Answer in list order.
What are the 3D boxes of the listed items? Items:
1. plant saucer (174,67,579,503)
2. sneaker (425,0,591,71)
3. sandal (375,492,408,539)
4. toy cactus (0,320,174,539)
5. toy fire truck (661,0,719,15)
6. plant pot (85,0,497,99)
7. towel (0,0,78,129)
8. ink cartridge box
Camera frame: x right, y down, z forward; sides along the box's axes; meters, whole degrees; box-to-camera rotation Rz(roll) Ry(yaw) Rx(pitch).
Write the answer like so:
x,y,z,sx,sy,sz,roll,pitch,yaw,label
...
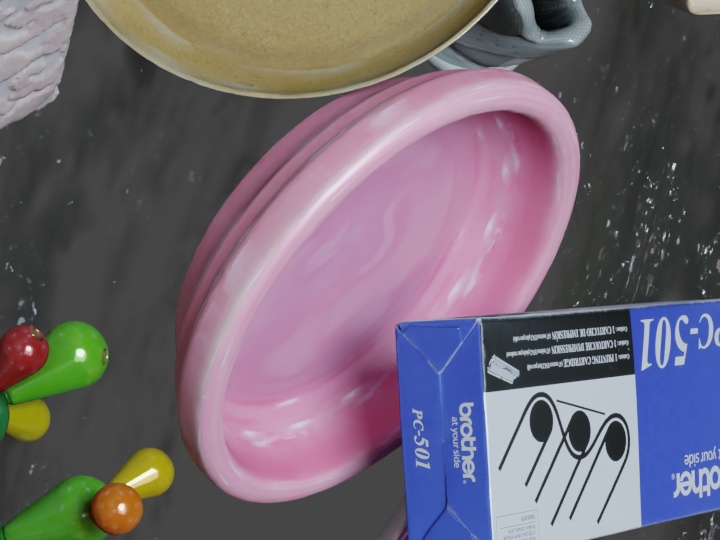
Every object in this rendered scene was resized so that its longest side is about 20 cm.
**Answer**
x,y,z,sx,sy,sz,roll,pitch,yaw,label
0.000,0.000,0.947,0.200,0.051,0.201,-35,149,-25,plant saucer
0.029,-0.164,0.972,0.200,0.115,0.075,48,70,-21,sneaker
0.049,0.120,1.023,0.082,0.050,0.203,46,69,-22,sandal
-0.168,0.098,0.893,0.165,0.102,0.200,28,86,-16,toy cactus
0.210,-0.091,1.037,0.200,0.176,0.129,44,72,-21,toy fire truck
-0.022,-0.159,0.928,0.200,0.027,0.200,-2,78,7,plant pot
-0.181,-0.070,0.828,0.200,0.191,0.032,-27,74,-25,towel
0.092,0.062,1.004,0.200,0.044,0.094,-4,90,-53,ink cartridge box
